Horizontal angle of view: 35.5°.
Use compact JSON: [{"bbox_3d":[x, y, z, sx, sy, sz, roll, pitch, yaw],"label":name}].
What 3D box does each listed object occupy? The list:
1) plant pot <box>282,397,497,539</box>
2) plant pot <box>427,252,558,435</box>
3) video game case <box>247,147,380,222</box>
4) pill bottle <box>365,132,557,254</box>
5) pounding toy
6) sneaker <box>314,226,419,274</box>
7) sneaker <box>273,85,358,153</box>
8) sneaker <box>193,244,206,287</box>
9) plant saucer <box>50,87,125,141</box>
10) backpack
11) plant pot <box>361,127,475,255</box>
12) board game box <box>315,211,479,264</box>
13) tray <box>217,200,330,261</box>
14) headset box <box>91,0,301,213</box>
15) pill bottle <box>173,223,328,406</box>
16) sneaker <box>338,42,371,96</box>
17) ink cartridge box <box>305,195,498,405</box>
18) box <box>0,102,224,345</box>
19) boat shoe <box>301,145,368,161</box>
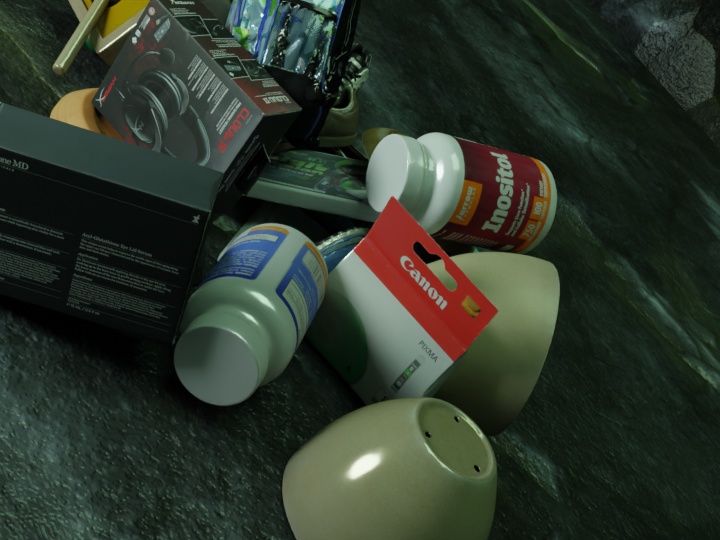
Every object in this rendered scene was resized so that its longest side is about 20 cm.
[{"bbox_3d":[0.048,0.194,1.024,0.199,0.135,0.201,30,29,-19],"label":"plant pot"},{"bbox_3d":[0.112,0.063,1.231,0.133,0.201,0.201,20,31,-8],"label":"plant pot"},{"bbox_3d":[-0.055,-0.110,1.337,0.198,0.024,0.182,12,20,7],"label":"video game case"},{"bbox_3d":[0.111,-0.088,1.248,0.198,0.113,0.114,10,39,-31],"label":"pill bottle"},{"bbox_3d":[-0.272,-0.313,1.325,0.185,0.199,0.142,58,5,30],"label":"pounding toy"},{"bbox_3d":[0.000,0.000,1.257,0.199,0.078,0.090,-12,83,-40],"label":"sneaker"},{"bbox_3d":[-0.089,-0.192,1.395,0.199,0.076,0.070,-9,26,-37],"label":"sneaker"},{"bbox_3d":[-0.220,-0.036,1.079,0.082,0.072,0.200,-8,28,-36],"label":"sneaker"},{"bbox_3d":[-0.244,-0.135,1.242,0.199,0.038,0.201,29,30,-19],"label":"plant saucer"},{"bbox_3d":[-0.079,-0.269,1.279,0.146,0.202,0.183,19,-14,-5],"label":"backpack"},{"bbox_3d":[0.080,-0.102,1.373,0.200,0.027,0.201,41,21,-20],"label":"plant pot"},{"bbox_3d":[0.060,-0.028,1.402,0.150,0.047,0.201,-20,65,-39],"label":"board game box"},{"bbox_3d":[-0.087,-0.026,1.293,0.107,0.022,0.200,39,28,-5],"label":"tray"},{"bbox_3d":[-0.168,-0.166,1.183,0.200,0.149,0.077,48,30,13],"label":"headset box"},{"bbox_3d":[-0.106,0.043,1.076,0.112,0.112,0.200,37,29,-5],"label":"pill bottle"},{"bbox_3d":[-0.033,-0.281,1.656,0.075,0.088,0.201,36,30,-11],"label":"sneaker"},{"bbox_3d":[0.031,0.049,1.140,0.050,0.200,0.161,-31,72,-40],"label":"ink cartridge box"},{"bbox_3d":[-0.232,-0.039,0.955,0.198,0.142,0.079,17,32,-7],"label":"box"},{"bbox_3d":[0.004,-0.124,1.503,0.200,0.061,0.072,34,28,-12],"label":"boat shoe"}]
